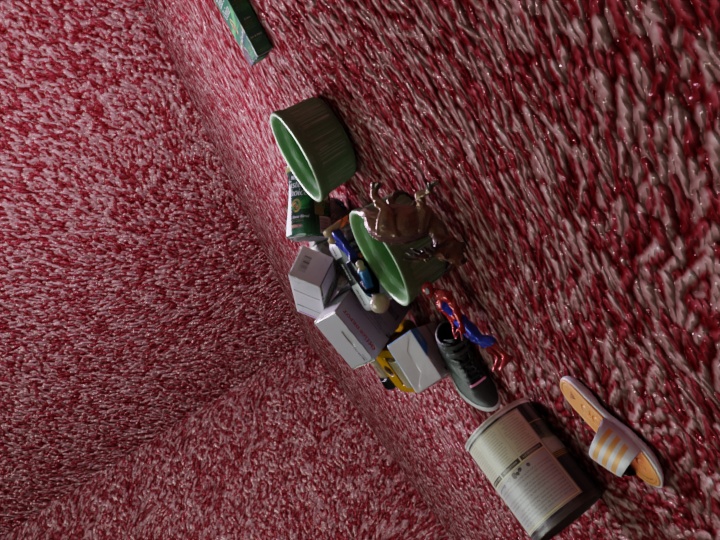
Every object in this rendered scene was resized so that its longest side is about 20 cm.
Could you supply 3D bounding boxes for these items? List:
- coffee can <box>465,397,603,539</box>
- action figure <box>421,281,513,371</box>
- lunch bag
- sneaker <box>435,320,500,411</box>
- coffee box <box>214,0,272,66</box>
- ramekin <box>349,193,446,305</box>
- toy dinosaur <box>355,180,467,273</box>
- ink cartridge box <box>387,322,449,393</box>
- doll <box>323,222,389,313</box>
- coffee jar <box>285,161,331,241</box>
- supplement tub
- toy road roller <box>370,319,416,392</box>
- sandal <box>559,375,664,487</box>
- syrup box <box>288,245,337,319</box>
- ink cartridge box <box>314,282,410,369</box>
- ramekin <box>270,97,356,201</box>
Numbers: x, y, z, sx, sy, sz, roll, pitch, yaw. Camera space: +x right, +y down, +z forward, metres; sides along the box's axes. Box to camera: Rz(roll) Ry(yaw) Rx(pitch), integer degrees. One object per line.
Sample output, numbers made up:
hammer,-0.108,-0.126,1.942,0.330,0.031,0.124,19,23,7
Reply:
coffee can,0.297,0.345,1.304,0.201,0.145,0.147,53,167,28
action figure,0.180,0.096,1.328,0.200,0.052,0.065,49,173,2
lunch bag,-0.062,-0.062,1.820,0.201,0.138,0.169,92,158,-65
sneaker,0.203,0.182,1.474,0.201,0.070,0.100,56,174,33
coffee box,-0.269,-0.563,1.671,0.202,0.044,0.123,62,168,-13
ramekin,0.072,-0.046,1.392,0.201,0.097,0.200,55,168,18
toy dinosaur,0.071,-0.069,1.223,0.086,0.197,0.138,21,-107,-69
ink cartridge box,0.145,0.179,1.601,0.116,0.066,0.200,56,-160,11
doll,0.000,0.000,1.514,0.201,0.048,0.137,56,179,22
coffee jar,-0.116,-0.169,1.692,0.103,0.085,0.203,-6,82,43
supplement tub,0.012,-0.026,1.634,0.201,0.122,0.122,58,168,-2
toy road roller,0.106,0.189,1.752,0.123,0.146,0.199,54,157,-15
sandal,0.340,0.239,1.070,0.207,0.059,0.080,48,165,43
syrup box,-0.104,0.035,1.701,0.081,0.079,0.201,21,156,10
ink cartridge box,0.007,0.102,1.713,0.083,0.200,0.145,-30,104,43
ramekin,-0.092,-0.251,1.533,0.201,0.097,0.200,55,168,18
